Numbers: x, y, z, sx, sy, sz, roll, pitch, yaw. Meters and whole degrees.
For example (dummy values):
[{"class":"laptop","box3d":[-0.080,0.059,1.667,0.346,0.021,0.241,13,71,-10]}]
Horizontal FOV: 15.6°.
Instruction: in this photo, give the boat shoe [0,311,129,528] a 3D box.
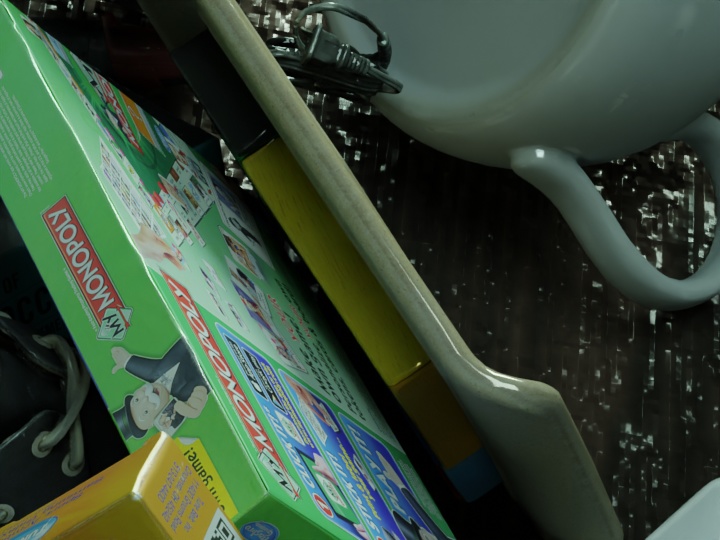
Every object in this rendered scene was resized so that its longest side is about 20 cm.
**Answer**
[{"class":"boat shoe","box3d":[-0.111,0.041,0.741,0.200,0.060,0.074,12,55,-14]}]

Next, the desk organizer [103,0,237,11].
[{"class":"desk organizer","box3d":[-0.065,-0.137,0.868,0.072,0.200,0.077,15,86,-3]}]

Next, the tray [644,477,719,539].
[{"class":"tray","box3d":[0.151,0.165,0.828,0.107,0.022,0.200,-36,70,-31]}]

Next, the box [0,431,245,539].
[{"class":"box","box3d":[-0.039,0.150,0.615,0.200,0.119,0.041,55,16,-10]}]

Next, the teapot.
[{"class":"teapot","box3d":[0.089,-0.120,0.928,0.146,0.200,0.197,6,30,-42]}]

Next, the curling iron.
[{"class":"curling iron","box3d":[-0.082,-0.080,0.906,0.200,0.050,0.026,6,71,15]}]

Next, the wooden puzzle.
[{"class":"wooden puzzle","box3d":[0.000,0.000,0.818,0.037,0.185,0.200,-38,67,-3]}]

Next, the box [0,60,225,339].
[{"class":"box","box3d":[-0.142,0.006,0.834,0.200,0.049,0.082,-31,41,-28]}]

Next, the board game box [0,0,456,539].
[{"class":"board game box","box3d":[-0.037,0.022,0.718,0.029,0.135,0.200,-40,49,10]}]
